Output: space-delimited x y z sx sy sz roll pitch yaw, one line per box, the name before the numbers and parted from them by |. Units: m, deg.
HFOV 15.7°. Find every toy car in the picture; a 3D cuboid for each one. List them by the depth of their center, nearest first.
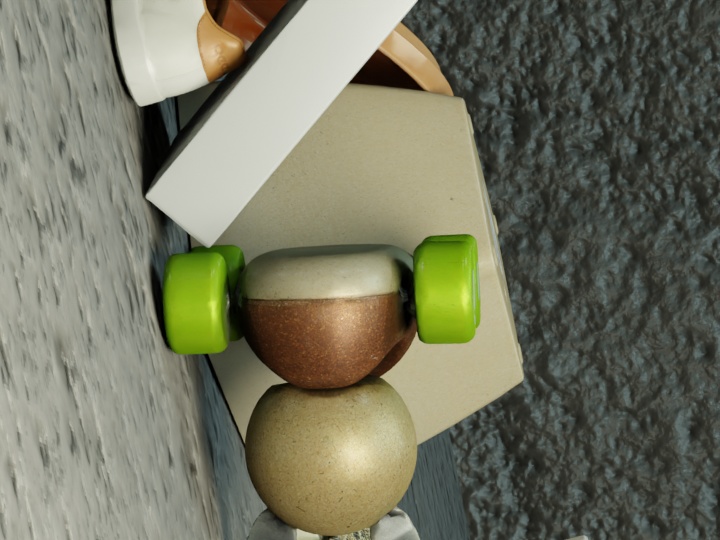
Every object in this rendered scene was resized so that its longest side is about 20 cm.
toy car | -0.015 0.085 1.420 0.158 0.163 0.201 -34 122 -85

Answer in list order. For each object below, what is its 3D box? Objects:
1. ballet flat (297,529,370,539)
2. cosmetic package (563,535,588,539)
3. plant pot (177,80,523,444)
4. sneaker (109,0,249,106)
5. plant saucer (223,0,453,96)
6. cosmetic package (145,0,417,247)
ballet flat | -0.024 0.143 1.708 0.075 0.068 0.200 58 16 -27
cosmetic package | 0.057 0.238 1.556 0.107 0.199 0.091 -89 166 -67
plant pot | 0.000 0.000 1.622 0.200 0.176 0.201 73 7 -52
sneaker | -0.101 -0.189 1.451 0.073 0.084 0.201 62 16 -67
plant saucer | -0.028 -0.152 1.668 0.032 0.199 0.200 -62 165 -12
cosmetic package | -0.034 -0.117 1.454 0.052 0.200 0.151 40 13 -6
